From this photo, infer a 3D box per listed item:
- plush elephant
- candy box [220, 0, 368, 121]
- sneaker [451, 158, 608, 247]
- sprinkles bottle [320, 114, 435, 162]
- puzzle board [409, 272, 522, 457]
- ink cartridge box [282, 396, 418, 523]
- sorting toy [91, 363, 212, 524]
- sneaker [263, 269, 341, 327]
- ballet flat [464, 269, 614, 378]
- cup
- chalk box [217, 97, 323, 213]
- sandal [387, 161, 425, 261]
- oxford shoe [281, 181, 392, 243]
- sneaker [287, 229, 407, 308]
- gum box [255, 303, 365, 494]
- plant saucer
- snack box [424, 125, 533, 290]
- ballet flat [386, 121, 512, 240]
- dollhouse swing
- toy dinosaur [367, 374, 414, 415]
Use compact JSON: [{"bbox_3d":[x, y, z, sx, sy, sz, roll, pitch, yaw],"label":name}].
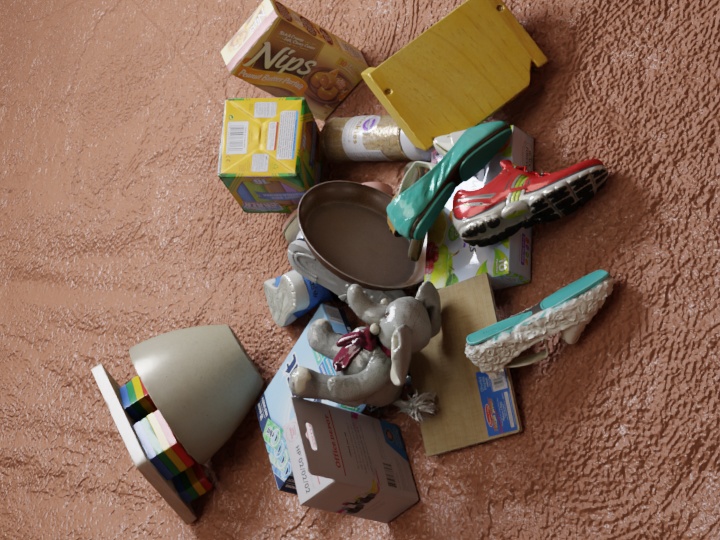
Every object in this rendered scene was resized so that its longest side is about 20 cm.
[{"bbox_3d":[0.023,0.088,1.621,0.198,0.165,0.156,22,117,7],"label":"plush elephant"},{"bbox_3d":[-0.095,-0.312,1.939,0.115,0.199,0.056,-45,47,22],"label":"candy box"},{"bbox_3d":[0.203,-0.103,1.593,0.198,0.077,0.086,-20,63,6],"label":"sneaker"},{"bbox_3d":[0.029,-0.189,1.859,0.199,0.068,0.069,3,77,47],"label":"sprinkles bottle"},{"bbox_3d":[0.125,0.121,1.643,0.150,0.017,0.202,-21,74,38],"label":"puzzle board"},{"bbox_3d":[-0.026,0.240,1.645,0.068,0.199,0.116,-38,50,28],"label":"ink cartridge box"},{"bbox_3d":[-0.302,0.247,1.950,0.069,0.201,0.199,-31,52,-5],"label":"sorting toy"},{"bbox_3d":[-0.070,0.025,1.882,0.200,0.110,0.077,141,109,-72],"label":"sneaker"},{"bbox_3d":[0.221,0.068,1.557,0.199,0.072,0.072,-27,54,13],"label":"ballet flat"},{"bbox_3d":[-0.227,0.161,1.918,0.142,0.201,0.201,-32,47,-4],"label":"cup"},{"bbox_3d":[-0.124,-0.160,1.942,0.122,0.200,0.126,0,73,11],"label":"chalk box"},{"bbox_3d":[0.061,-0.080,1.738,0.201,0.053,0.081,-93,10,-55],"label":"sandal"},{"bbox_3d":[-0.038,-0.064,1.878,0.199,0.070,0.075,-22,62,39],"label":"oxford shoe"},{"bbox_3d":[0.000,0.000,1.765,0.081,0.199,0.077,-51,-5,-39],"label":"sneaker"},{"bbox_3d":[-0.066,0.176,1.790,0.201,0.044,0.171,-57,33,25],"label":"gum box"},{"bbox_3d":[0.005,-0.041,1.743,0.032,0.198,0.201,-63,38,38],"label":"plant saucer"},{"bbox_3d":[0.154,-0.073,1.694,0.141,0.053,0.202,-13,65,41],"label":"snack box"},{"bbox_3d":[0.105,-0.129,1.636,0.070,0.067,0.200,39,80,18],"label":"ballet flat"},{"bbox_3d":[0.121,-0.262,1.768,0.199,0.176,0.182,-37,82,-3],"label":"dollhouse swing"},{"bbox_3d":[0.046,0.140,1.730,0.199,0.047,0.089,-30,48,31],"label":"toy dinosaur"}]
